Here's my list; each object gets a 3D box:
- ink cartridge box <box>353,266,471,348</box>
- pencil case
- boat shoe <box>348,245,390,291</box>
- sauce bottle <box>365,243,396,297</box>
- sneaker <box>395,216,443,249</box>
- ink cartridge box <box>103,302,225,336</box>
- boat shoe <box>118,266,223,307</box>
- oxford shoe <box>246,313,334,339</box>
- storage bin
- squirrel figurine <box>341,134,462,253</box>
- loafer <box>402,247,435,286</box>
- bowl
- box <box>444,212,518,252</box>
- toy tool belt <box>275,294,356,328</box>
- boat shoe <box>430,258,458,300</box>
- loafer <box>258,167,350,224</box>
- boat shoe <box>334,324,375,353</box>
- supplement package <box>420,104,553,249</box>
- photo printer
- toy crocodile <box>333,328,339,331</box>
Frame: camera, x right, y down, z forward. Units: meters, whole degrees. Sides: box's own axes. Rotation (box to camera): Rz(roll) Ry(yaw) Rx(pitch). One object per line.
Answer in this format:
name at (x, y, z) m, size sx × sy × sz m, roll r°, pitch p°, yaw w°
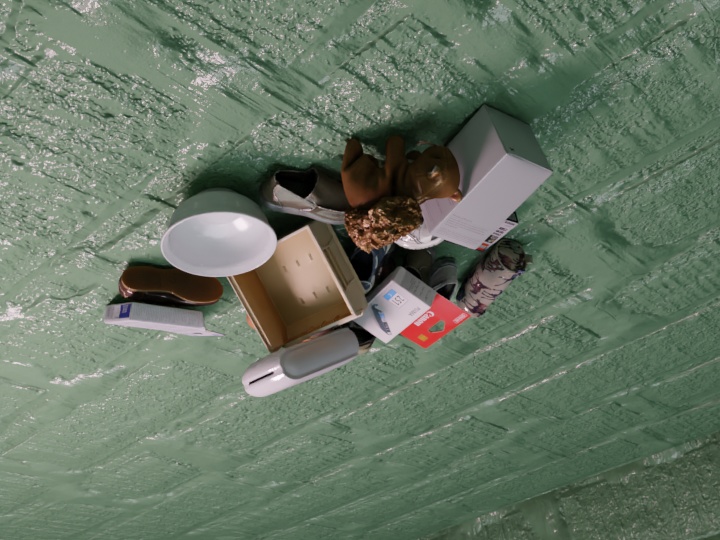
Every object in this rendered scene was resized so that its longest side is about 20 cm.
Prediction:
ink cartridge box at (0.097, 0.092, 1.735) m, size 0.175 × 0.045 × 0.200 m, roll 33°, pitch 146°, yaw -8°
pencil case at (0.274, 0.021, 1.825) m, size 0.088 × 0.079 × 0.201 m, roll 22°, pitch 141°, yaw -10°
boat shoe at (0.000, 0.000, 1.679) m, size 0.075 × 0.062 × 0.200 m, roll 41°, pitch 140°, yaw 4°
sauce bottle at (0.038, 0.008, 1.758) m, size 0.063 × 0.066 × 0.201 m, roll -4°, pitch 147°, yaw -8°
sneaker at (0.066, -0.093, 1.556) m, size 0.196 × 0.077 × 0.088 m, roll 1°, pitch 143°, yaw 17°
ink cartridge box at (-0.391, 0.098, 1.747) m, size 0.197 × 0.041 × 0.199 m, roll 12°, pitch 170°, yaw -30°
boat shoe at (-0.369, 0.035, 1.699) m, size 0.197 × 0.071 × 0.070 m, roll 11°, pitch 149°, yaw -17°
oxford shoe at (-0.139, 0.100, 1.861) m, size 0.197 × 0.072 × 0.073 m, roll 8°, pitch 141°, yaw -25°
storage bin at (-0.116, 0.030, 1.626) m, size 0.198 × 0.201 × 0.094 m, roll -24°, pitch -170°, yaw 23°
squirrel figurine at (0.069, -0.119, 1.407) m, size 0.184 × 0.203 × 0.142 m, roll -1°, pitch 149°, yaw 31°
loafer at (0.101, 0.022, 1.759) m, size 0.074 × 0.070 × 0.201 m, roll 24°, pitch 145°, yaw 16°
bowl at (-0.246, -0.079, 1.517) m, size 0.197 × 0.092 × 0.202 m, roll -6°, pitch 150°, yaw -4°
box at (0.190, -0.096, 1.654) m, size 0.198 × 0.035 × 0.110 m, roll 14°, pitch 142°, yaw -33°
toy tool belt at (-0.088, 0.068, 1.787) m, size 0.121 × 0.127 × 0.200 m, roll -5°, pitch 175°, yaw 19°
boat shoe at (0.163, 0.054, 1.863) m, size 0.071 × 0.067 × 0.201 m, roll 3°, pitch 147°, yaw -20°
loafer at (-0.073, -0.130, 1.493) m, size 0.197 × 0.076 × 0.070 m, roll 3°, pitch 152°, yaw -19°
boat shoe at (-0.055, 0.148, 1.968) m, size 0.197 × 0.074 × 0.065 m, roll -1°, pitch 145°, yaw -31°
supplement package at (0.199, -0.152, 1.458) m, size 0.116 × 0.118 × 0.200 m, roll 15°, pitch 133°, yaw -35°
photo printer at (-0.121, 0.179, 1.672) m, size 0.198 × 0.070 × 0.166 m, roll -17°, pitch 173°, yaw -40°
toy crocodile at (-0.053, 0.156, 1.834) m, size 0.067 × 0.063 × 0.200 m, roll -24°, pitch 179°, yaw -5°
